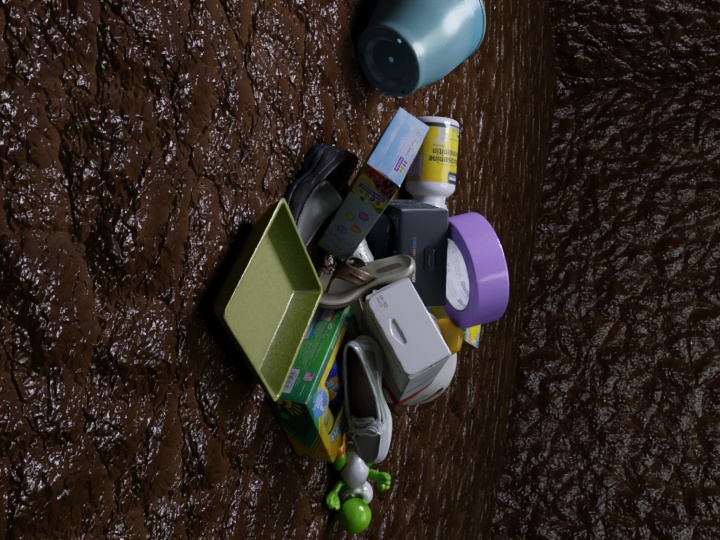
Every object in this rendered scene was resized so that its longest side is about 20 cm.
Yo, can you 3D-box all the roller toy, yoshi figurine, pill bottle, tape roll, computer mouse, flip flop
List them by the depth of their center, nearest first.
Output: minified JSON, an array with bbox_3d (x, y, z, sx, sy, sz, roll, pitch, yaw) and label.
[{"bbox_3d":[-0.003,0.005,1.129,0.081,0.196,0.059,-126,-156,-50],"label":"flip flop"},{"bbox_3d":[-0.010,0.392,1.277,0.111,0.111,0.204,-32,128,-43],"label":"yoshi figurine"},{"bbox_3d":[0.026,-0.010,1.281,0.034,0.058,0.204,-29,134,-46],"label":"computer mouse"},{"bbox_3d":[0.195,0.000,1.292,0.200,0.064,0.205,166,-89,-74],"label":"tape roll"},{"bbox_3d":[0.086,0.161,1.340,0.139,0.197,0.186,28,82,-66],"label":"roller toy"},{"bbox_3d":[0.153,-0.222,1.523,0.112,0.110,0.205,-3,97,-67],"label":"pill bottle"}]

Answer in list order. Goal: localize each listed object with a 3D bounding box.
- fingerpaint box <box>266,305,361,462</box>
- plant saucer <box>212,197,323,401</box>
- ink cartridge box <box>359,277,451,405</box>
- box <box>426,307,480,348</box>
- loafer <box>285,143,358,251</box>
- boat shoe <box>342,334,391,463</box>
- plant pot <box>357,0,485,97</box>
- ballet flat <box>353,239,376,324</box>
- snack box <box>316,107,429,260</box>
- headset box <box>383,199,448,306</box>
[{"bbox_3d":[-0.058,0.173,1.136,0.169,0.072,0.202,73,31,-44],"label":"fingerpaint box"},{"bbox_3d":[-0.130,0.040,0.967,0.202,0.047,0.203,70,32,-46],"label":"plant saucer"},{"bbox_3d":[0.066,0.123,1.170,0.149,0.084,0.201,60,-16,17],"label":"ink cartridge box"},{"bbox_3d":[0.157,0.045,1.487,0.122,0.188,0.205,31,67,-65],"label":"box"},{"bbox_3d":[-0.062,-0.113,1.068,0.073,0.071,0.203,63,38,-52],"label":"loafer"},{"bbox_3d":[0.004,0.208,1.113,0.064,0.073,0.207,-13,103,-60],"label":"boat shoe"},{"bbox_3d":[0.094,-0.418,1.262,0.189,0.197,0.203,-49,141,-30],"label":"plant pot"},{"bbox_3d":[0.000,0.000,1.258,0.067,0.061,0.205,-43,133,-60],"label":"ballet flat"},{"bbox_3d":[0.020,-0.136,1.142,0.201,0.067,0.170,-52,-172,47],"label":"snack box"},{"bbox_3d":[0.092,-0.036,1.315,0.200,0.090,0.179,-144,-127,-74],"label":"headset box"}]
